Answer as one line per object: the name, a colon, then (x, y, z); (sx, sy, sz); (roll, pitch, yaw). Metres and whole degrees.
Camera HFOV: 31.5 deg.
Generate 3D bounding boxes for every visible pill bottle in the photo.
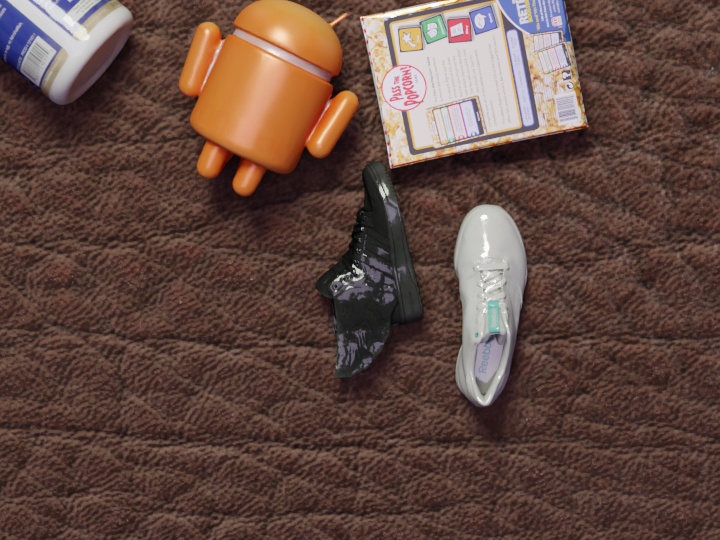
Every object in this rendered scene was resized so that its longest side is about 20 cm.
pill bottle: (-0.326, -0.263, 1.221); (0.200, 0.116, 0.116); (40, 95, -4)

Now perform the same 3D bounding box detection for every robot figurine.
robot figurine: (-0.088, -0.172, 1.230); (0.144, 0.116, 0.201); (29, 97, 33)

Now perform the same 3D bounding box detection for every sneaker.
sneaker: (0.130, 0.037, 1.262); (0.075, 0.088, 0.201); (1, 96, 2)
sneaker: (0.000, -0.001, 1.274); (0.104, 0.060, 0.201); (-15, 99, -2)

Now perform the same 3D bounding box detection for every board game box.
board game box: (0.111, -0.195, 1.258); (0.199, 0.046, 0.152); (-11, 96, 2)
